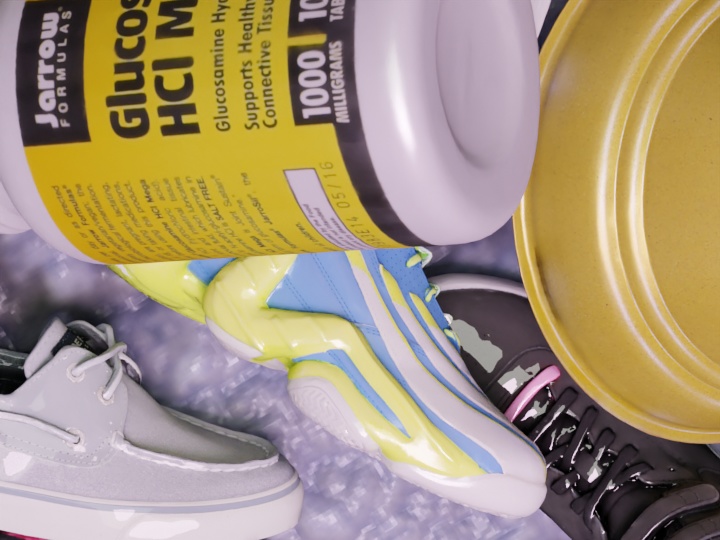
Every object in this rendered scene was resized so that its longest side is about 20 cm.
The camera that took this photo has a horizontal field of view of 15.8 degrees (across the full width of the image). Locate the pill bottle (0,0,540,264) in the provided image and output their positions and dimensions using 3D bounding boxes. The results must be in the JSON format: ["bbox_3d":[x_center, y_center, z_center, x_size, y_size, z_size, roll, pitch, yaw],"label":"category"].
[{"bbox_3d":[-0.051,-0.059,0.854,0.199,0.112,0.113,-4,104,26],"label":"pill bottle"}]

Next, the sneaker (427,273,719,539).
[{"bbox_3d":[0.095,0.077,0.954,0.200,0.099,0.071,41,98,-10],"label":"sneaker"}]

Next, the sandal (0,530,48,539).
[{"bbox_3d":[-0.122,0.125,0.976,0.199,0.045,0.076,9,101,-6],"label":"sandal"}]

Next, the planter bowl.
[{"bbox_3d":[0.157,-0.031,0.902,0.200,0.083,0.202,-5,100,-31],"label":"planter bowl"}]

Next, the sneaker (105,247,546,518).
[{"bbox_3d":[0.000,0.000,0.927,0.200,0.076,0.105,34,90,7],"label":"sneaker"}]

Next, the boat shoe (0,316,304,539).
[{"bbox_3d":[-0.117,0.053,0.948,0.200,0.070,0.072,9,105,-3],"label":"boat shoe"}]

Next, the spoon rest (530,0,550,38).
[{"bbox_3d":[0.058,-0.125,0.917,0.060,0.099,0.201,13,89,-11],"label":"spoon rest"}]
